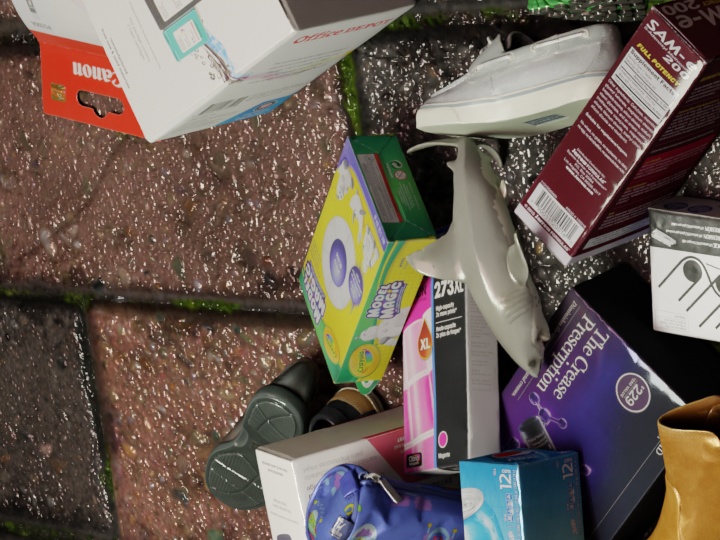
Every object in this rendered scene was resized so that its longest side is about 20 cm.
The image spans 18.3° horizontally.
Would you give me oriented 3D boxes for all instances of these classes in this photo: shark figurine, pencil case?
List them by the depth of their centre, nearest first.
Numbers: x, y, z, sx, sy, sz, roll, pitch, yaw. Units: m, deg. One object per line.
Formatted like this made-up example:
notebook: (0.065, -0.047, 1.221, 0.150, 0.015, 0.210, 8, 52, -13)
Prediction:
shark figurine: (0.074, -0.032, 1.646, 0.128, 0.089, 0.215, 66, -173, -61)
pencil case: (0.056, 0.201, 1.743, 0.087, 0.200, 0.078, -58, 30, 35)

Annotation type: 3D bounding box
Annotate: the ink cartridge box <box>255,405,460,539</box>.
ink cartridge box: (0.011, 0.226, 1.816, 0.084, 0.144, 0.201, 9, 111, 65)

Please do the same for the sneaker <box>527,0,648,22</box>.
sneaker: (0.149, -0.220, 1.545, 0.200, 0.078, 0.085, -117, 30, -71)

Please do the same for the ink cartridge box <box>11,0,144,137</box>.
ink cartridge box: (-0.247, -0.222, 1.984, 0.162, 0.057, 0.201, 16, 109, 38)

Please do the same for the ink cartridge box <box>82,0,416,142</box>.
ink cartridge box: (-0.091, -0.218, 1.773, 0.200, 0.147, 0.146, -31, 82, 43)

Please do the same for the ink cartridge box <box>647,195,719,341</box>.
ink cartridge box: (0.297, 0.007, 1.563, 0.200, 0.044, 0.094, 9, 111, 40)

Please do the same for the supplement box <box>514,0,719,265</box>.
supplement box: (0.202, -0.101, 1.570, 0.061, 0.109, 0.200, 48, 130, 20)

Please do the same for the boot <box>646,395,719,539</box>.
boot: (0.234, 0.161, 1.597, 0.201, 0.071, 0.144, -17, 120, 23)

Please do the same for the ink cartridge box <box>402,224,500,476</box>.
ink cartridge box: (0.070, 0.057, 1.735, 0.095, 0.037, 0.201, -19, 67, 59)

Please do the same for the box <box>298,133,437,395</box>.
box: (0.000, 0.000, 1.785, 0.200, 0.048, 0.118, 107, 151, -46)

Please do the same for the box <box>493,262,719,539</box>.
box: (0.181, 0.118, 1.686, 0.141, 0.079, 0.200, 44, 129, 20)

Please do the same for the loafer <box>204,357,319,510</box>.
loafer: (-0.078, 0.144, 1.948, 0.072, 0.063, 0.200, 34, 144, 0)

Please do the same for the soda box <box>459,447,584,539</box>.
soda box: (0.124, 0.235, 1.655, 0.064, 0.068, 0.201, -2, 94, 47)

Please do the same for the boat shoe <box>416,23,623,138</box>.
boat shoe: (0.122, -0.143, 1.669, 0.201, 0.070, 0.072, -9, 76, 47)

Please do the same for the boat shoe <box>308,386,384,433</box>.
boat shoe: (-0.011, 0.199, 1.897, 0.074, 0.062, 0.201, 11, 112, 38)
